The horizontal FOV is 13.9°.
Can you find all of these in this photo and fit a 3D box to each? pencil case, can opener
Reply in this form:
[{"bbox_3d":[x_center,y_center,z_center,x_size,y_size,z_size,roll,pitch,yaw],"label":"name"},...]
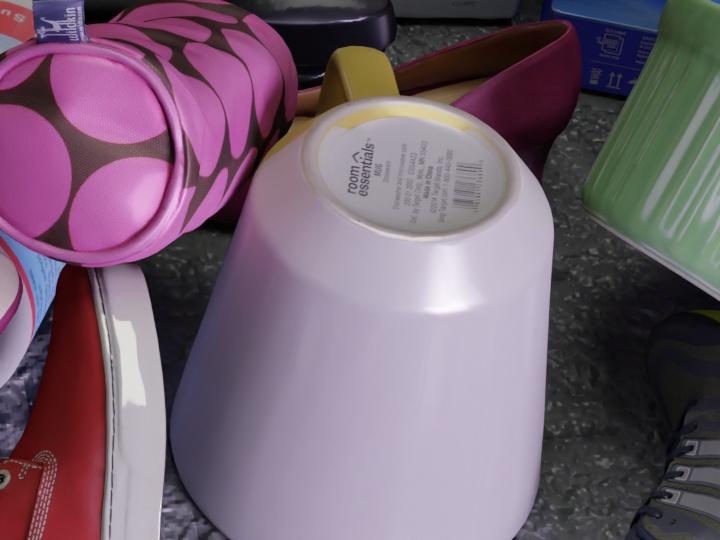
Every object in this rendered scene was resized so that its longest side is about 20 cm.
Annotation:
[{"bbox_3d":[-0.085,-0.059,1.092,0.093,0.091,0.200,8,9,9],"label":"pencil case"},{"bbox_3d":[-0.083,-0.110,1.318,0.199,0.079,0.064,1,51,2],"label":"can opener"}]

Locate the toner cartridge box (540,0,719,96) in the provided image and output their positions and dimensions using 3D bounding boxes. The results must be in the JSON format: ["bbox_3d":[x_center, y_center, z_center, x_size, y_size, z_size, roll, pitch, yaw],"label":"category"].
[{"bbox_3d":[0.186,-0.115,1.394,0.199,0.043,0.095,11,43,-1],"label":"toner cartridge box"}]

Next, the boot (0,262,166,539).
[{"bbox_3d":[-0.141,0.090,1.026,0.144,0.072,0.201,3,82,-6],"label":"boot"}]

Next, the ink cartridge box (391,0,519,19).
[{"bbox_3d":[0.007,-0.201,1.329,0.160,0.200,0.047,0,46,-11],"label":"ink cartridge box"}]

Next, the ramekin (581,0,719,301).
[{"bbox_3d":[0.186,-0.020,1.190,0.200,0.098,0.200,32,4,-3],"label":"ramekin"}]

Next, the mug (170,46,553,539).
[{"bbox_3d":[-0.003,0.006,1.143,0.149,0.153,0.187,-24,53,-32],"label":"mug"}]

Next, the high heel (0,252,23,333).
[{"bbox_3d":[-0.210,0.056,1.052,0.200,0.096,0.067,-31,70,-15],"label":"high heel"}]

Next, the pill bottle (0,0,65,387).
[{"bbox_3d":[-0.168,-0.015,1.160,0.108,0.109,0.200,16,43,5],"label":"pill bottle"}]

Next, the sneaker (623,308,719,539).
[{"bbox_3d":[0.136,0.091,1.145,0.081,0.074,0.200,-4,43,-10],"label":"sneaker"}]

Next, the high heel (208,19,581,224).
[{"bbox_3d":[-0.006,-0.074,1.268,0.199,0.096,0.068,-3,46,-16],"label":"high heel"}]
